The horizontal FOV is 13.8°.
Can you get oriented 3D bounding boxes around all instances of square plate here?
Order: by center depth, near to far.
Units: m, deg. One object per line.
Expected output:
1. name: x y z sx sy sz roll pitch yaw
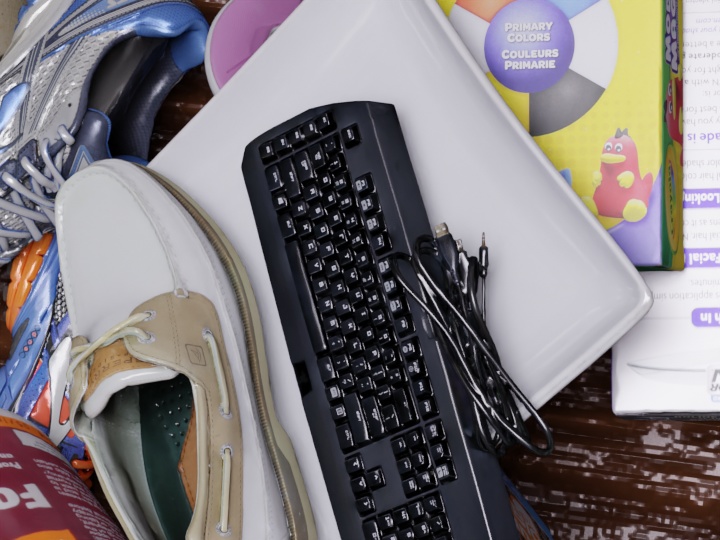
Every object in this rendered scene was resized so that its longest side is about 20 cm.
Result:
1. square plate: 0.000 0.000 1.212 0.198 0.028 0.200 -45 66 23

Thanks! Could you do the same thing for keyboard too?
1. keyboard: 0.008 0.027 1.167 0.104 0.040 0.201 -24 77 29

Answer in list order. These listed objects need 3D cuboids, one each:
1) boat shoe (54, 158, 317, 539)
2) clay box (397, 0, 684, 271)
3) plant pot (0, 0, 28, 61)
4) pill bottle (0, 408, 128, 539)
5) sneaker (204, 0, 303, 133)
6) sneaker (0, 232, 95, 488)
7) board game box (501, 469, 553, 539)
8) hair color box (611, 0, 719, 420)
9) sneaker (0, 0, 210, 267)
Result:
1. boat shoe: -0.080 0.041 1.203 0.075 0.068 0.201 -35 69 27
2. clay box: 0.074 -0.100 1.228 0.114 0.048 0.202 -1 87 18
3. plant pot: -0.231 -0.170 1.332 0.186 0.187 0.201 -27 96 9
4. pill bottle: -0.135 0.147 1.204 0.114 0.114 0.200 -53 37 5
5. sneaker: 0.022 -0.065 1.312 0.199 0.089 0.081 15 69 -9
6. sneaker: -0.127 0.060 1.337 0.078 0.075 0.201 12 91 9
7. board game box: 0.011 0.173 1.227 0.159 0.200 0.097 -34 121 8
8. hair color box: 0.161 -0.038 1.259 0.108 0.065 0.202 0 84 9
9. sneaker: -0.139 -0.051 1.283 0.085 0.077 0.200 32 84 39
